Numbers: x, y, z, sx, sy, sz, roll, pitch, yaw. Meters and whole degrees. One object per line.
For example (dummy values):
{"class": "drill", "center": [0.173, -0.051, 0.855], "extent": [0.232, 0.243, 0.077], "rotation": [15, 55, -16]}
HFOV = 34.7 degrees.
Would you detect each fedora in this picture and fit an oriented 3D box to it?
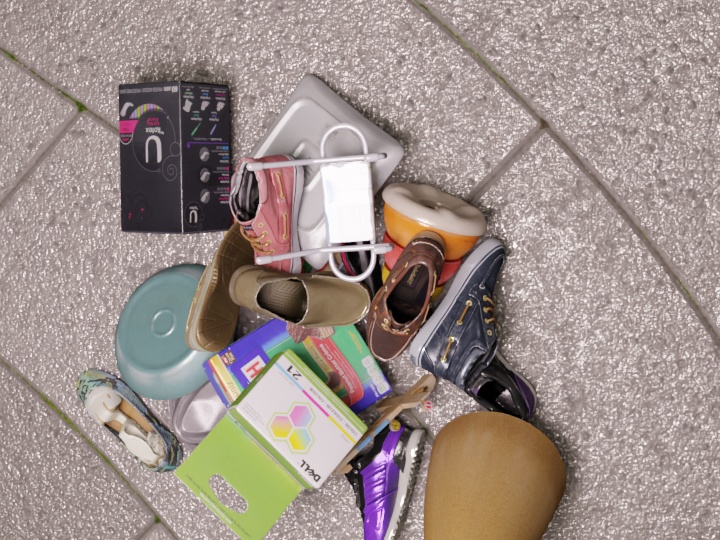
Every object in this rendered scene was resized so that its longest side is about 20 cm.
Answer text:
{"class": "fedora", "center": [-0.198, 0.190, 1.613], "extent": [0.198, 0.090, 0.179], "rotation": [-27, 88, 14]}

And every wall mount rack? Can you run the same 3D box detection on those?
{"class": "wall mount rack", "center": [-0.047, -0.080, 1.441], "extent": [0.171, 0.075, 0.204], "rotation": [-4, 97, 8]}

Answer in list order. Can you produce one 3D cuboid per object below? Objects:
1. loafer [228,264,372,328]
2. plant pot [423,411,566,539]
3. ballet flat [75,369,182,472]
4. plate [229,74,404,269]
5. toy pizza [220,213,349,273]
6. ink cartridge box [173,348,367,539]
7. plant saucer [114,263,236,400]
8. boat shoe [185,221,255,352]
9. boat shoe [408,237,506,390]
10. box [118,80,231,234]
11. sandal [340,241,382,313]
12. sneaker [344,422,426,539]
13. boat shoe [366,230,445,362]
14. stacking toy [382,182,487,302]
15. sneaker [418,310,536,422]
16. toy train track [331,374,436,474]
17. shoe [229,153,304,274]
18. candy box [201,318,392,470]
{"class": "loafer", "center": [-0.070, 0.040, 1.478], "extent": [0.197, 0.067, 0.077], "rotation": [5, 107, -24]}
{"class": "plant pot", "center": [0.151, 0.313, 1.453], "extent": [0.183, 0.201, 0.189], "rotation": [10, 123, 16]}
{"class": "ballet flat", "center": [-0.341, 0.217, 1.662], "extent": [0.199, 0.074, 0.075], "rotation": [37, 101, 8]}
{"class": "plate", "center": [-0.068, -0.139, 1.546], "extent": [0.199, 0.032, 0.201], "rotation": [41, 97, 26]}
{"class": "toy pizza", "center": [-0.106, -0.063, 1.602], "extent": [0.197, 0.032, 0.204], "rotation": [1, 94, 13]}
{"class": "ink cartridge box", "center": [-0.111, 0.225, 1.438], "extent": [0.148, 0.076, 0.200], "rotation": [44, 69, -5]}
{"class": "plant saucer", "center": [-0.267, 0.078, 1.603], "extent": [0.197, 0.036, 0.203], "rotation": [-9, 64, 20]}
{"class": "boat shoe", "center": [-0.187, 0.018, 1.550], "extent": [0.074, 0.066, 0.202], "rotation": [36, 60, -25]}
{"class": "boat shoe", "center": [0.153, 0.058, 1.498], "extent": [0.090, 0.071, 0.202], "rotation": [29, 77, 25]}
{"class": "box", "center": [-0.254, -0.153, 1.577], "extent": [0.121, 0.105, 0.204], "rotation": [2, 96, 34]}
{"class": "sandal", "center": [0.000, 0.000, 1.562], "extent": [0.044, 0.075, 0.204], "rotation": [-9, 95, 16]}
{"class": "sneaker", "center": [0.020, 0.302, 1.585], "extent": [0.098, 0.070, 0.203], "rotation": [16, 90, 13]}
{"class": "boat shoe", "center": [0.051, 0.044, 1.458], "extent": [0.069, 0.071, 0.202], "rotation": [18, 126, -1]}
{"class": "stacking toy", "center": [0.072, -0.003, 1.518], "extent": [0.144, 0.146, 0.203], "rotation": [22, 107, 11]}
{"class": "sneaker", "center": [0.151, 0.126, 1.527], "extent": [0.199, 0.087, 0.076], "rotation": [39, 102, 8]}
{"class": "toy train track", "center": [0.035, 0.211, 1.529], "extent": [0.199, 0.114, 0.033], "rotation": [-40, 100, -30]}
{"class": "shoe", "center": [-0.127, -0.050, 1.493], "extent": [0.071, 0.090, 0.204], "rotation": [14, 104, 37]}
{"class": "candy box", "center": [-0.086, 0.144, 1.545], "extent": [0.198, 0.077, 0.171], "rotation": [-31, 87, -19]}
